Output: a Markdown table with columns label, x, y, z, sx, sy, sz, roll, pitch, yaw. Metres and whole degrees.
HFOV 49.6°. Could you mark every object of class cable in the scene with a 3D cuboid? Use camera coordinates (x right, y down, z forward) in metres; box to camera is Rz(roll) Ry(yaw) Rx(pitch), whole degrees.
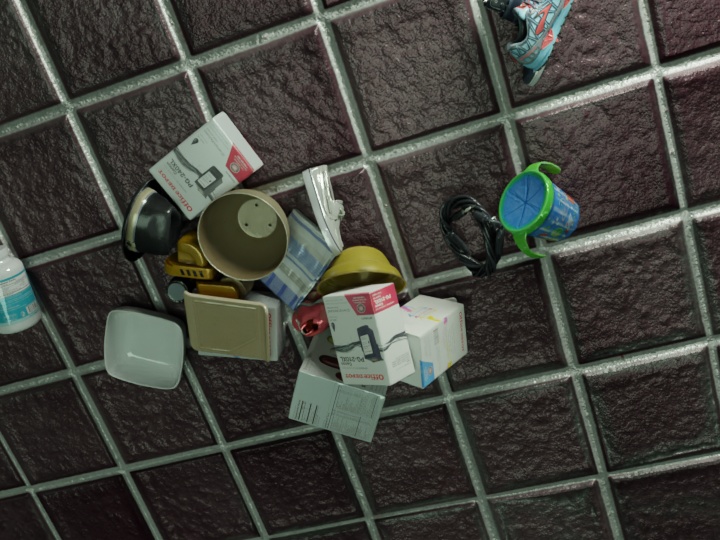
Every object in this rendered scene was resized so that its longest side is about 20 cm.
| label | x | y | z | sx | sy | sz | roll | pitch | yaw |
| --- | --- | --- | --- | --- | --- | --- | --- | --- | --- |
| cable | 0.233 | -0.066 | 1.670 | 0.163 | 0.051 | 0.201 | 31 | 146 | 29 |

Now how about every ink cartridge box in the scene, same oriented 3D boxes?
| label | x | y | z | sx | sy | sz | roll | pitch | yaw |
| --- | --- | --- | --- | --- | --- | --- | --- | --- | --- |
| ink cartridge box | -0.282 | 0.127 | 1.850 | 0.199 | 0.085 | 0.145 | 3 | 113 | 5 |
| ink cartridge box | 0.144 | 0.148 | 1.739 | 0.125 | 0.200 | 0.129 | 12 | 119 | 38 |
| ink cartridge box | -0.339 | -0.227 | 1.711 | 0.200 | 0.083 | 0.145 | -34 | 103 | 19 |
| ink cartridge box | 0.017 | 0.137 | 1.644 | 0.144 | 0.084 | 0.201 | -6 | 100 | 44 |

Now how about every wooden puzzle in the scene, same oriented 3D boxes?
| label | x | y | z | sx | sy | sz | roll | pitch | yaw |
| --- | --- | --- | --- | --- | --- | --- | --- | --- | --- |
| wooden puzzle | -0.299 | 0.124 | 1.766 | 0.199 | 0.037 | 0.186 | 11 | 133 | 7 |

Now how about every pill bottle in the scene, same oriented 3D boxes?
| label | x | y | z | sx | sy | sz | roll | pitch | yaw |
| --- | --- | --- | --- | --- | --- | --- | --- | --- | --- |
| pill bottle | -0.859 | 0.044 | 1.887 | 0.110 | 0.111 | 0.201 | -7 | 110 | 11 |

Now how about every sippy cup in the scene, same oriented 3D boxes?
| label | x | y | z | sx | sy | sz | roll | pitch | yaw |
| --- | --- | --- | --- | --- | --- | --- | --- | --- | --- |
| sippy cup | 0.379 | -0.123 | 1.616 | 0.130 | 0.140 | 0.178 | 20 | 112 | -32 |

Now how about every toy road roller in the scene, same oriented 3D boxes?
| label | x | y | z | sx | sy | sz | roll | pitch | yaw |
| --- | --- | --- | --- | --- | --- | --- | --- | --- | --- |
| toy road roller | -0.349 | -0.008 | 1.782 | 0.199 | 0.123 | 0.147 | 6 | 113 | 6 |

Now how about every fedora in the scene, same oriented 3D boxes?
| label | x | y | z | sx | sy | sz | roll | pitch | yaw |
| --- | --- | --- | --- | --- | --- | --- | --- | --- | --- |
| fedora | -0.450 | -0.100 | 1.722 | 0.091 | 0.201 | 0.201 | 20 | 114 | 3 |

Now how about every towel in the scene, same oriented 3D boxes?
| label | x | y | z | sx | sy | sz | roll | pitch | yaw |
| --- | --- | --- | --- | --- | --- | --- | --- | --- | --- |
| towel | -0.150 | -0.024 | 1.779 | 0.147 | 0.024 | 0.200 | 42 | 113 | 11 |

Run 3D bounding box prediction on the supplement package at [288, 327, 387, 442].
| label | x | y | z | sx | sy | sz | roll | pitch | yaw |
| --- | --- | --- | --- | --- | --- | --- | --- | --- | --- |
| supplement package | -0.039 | 0.257 | 1.802 | 0.199 | 0.192 | 0.148 | 16 | 122 | 2 |

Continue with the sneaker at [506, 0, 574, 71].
| label | x | y | z | sx | sy | sz | roll | pitch | yaw |
| --- | --- | --- | --- | --- | --- | --- | --- | --- | --- |
| sneaker | 0.332 | -0.477 | 1.434 | 0.095 | 0.079 | 0.201 | 18 | 101 | -10 |

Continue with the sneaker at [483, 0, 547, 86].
| label | x | y | z | sx | sy | sz | roll | pitch | yaw |
| --- | --- | --- | --- | --- | --- | --- | --- | --- | --- |
| sneaker | 0.302 | -0.470 | 1.512 | 0.145 | 0.077 | 0.204 | 8 | 104 | -7 |

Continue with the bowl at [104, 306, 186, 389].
| label | x | y | z | sx | sy | sz | roll | pitch | yaw |
| --- | --- | --- | --- | --- | --- | --- | --- | --- | --- |
| bowl | -0.520 | 0.182 | 1.914 | 0.199 | 0.075 | 0.201 | 12 | 113 | 3 |

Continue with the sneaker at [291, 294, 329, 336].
| label | x | y | z | sx | sy | sz | roll | pitch | yaw |
| --- | --- | --- | --- | --- | --- | --- | --- | --- | --- |
| sneaker | -0.118 | 0.113 | 1.762 | 0.074 | 0.087 | 0.200 | 48 | 148 | -8 |

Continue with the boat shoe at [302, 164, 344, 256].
| label | x | y | z | sx | sy | sz | roll | pitch | yaw |
| --- | --- | --- | --- | --- | --- | --- | --- | --- | --- |
| boat shoe | -0.066 | -0.133 | 1.699 | 0.065 | 0.072 | 0.201 | -20 | 79 | 5 |

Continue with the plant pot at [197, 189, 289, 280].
| label | x | y | z | sx | sy | sz | roll | pitch | yaw |
| --- | --- | --- | --- | --- | --- | --- | --- | --- | --- |
| plant pot | -0.243 | -0.096 | 1.724 | 0.199 | 0.135 | 0.201 | 3 | 113 | 8 |

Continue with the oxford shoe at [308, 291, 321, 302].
| label | x | y | z | sx | sy | sz | roll | pitch | yaw |
| --- | --- | --- | --- | --- | --- | --- | --- | --- | --- |
| oxford shoe | -0.035 | 0.113 | 1.817 | 0.199 | 0.071 | 0.075 | 25 | 124 | 4 |

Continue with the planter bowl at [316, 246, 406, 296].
| label | x | y | z | sx | sy | sz | roll | pitch | yaw |
| --- | --- | --- | --- | --- | --- | --- | --- | --- | --- |
| planter bowl | 0.000 | 0.000 | 1.733 | 0.199 | 0.200 | 0.084 | -8 | 69 | 12 |
